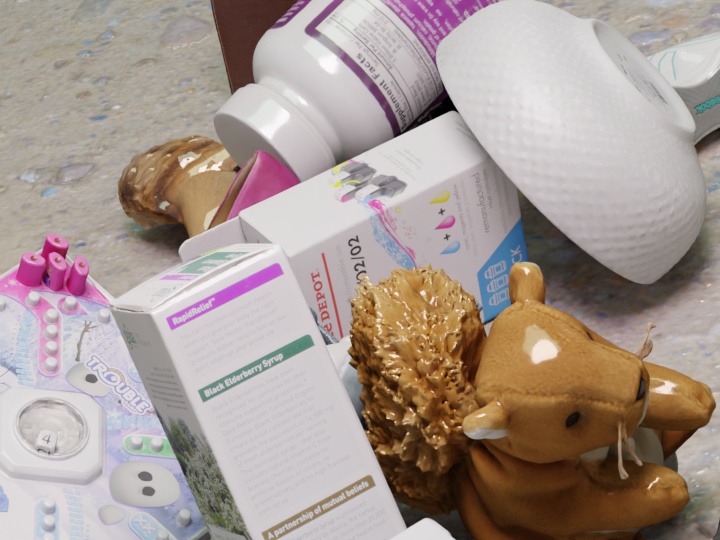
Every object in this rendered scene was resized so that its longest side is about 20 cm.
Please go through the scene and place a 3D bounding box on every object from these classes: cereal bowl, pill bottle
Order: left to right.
[{"bbox_3d":[0.003,-0.136,1.791,0.200,0.112,0.112,-45,40,-17],"label":"pill bottle"},{"bbox_3d":[0.142,-0.092,1.710,0.083,0.200,0.200,-44,25,18],"label":"cereal bowl"}]

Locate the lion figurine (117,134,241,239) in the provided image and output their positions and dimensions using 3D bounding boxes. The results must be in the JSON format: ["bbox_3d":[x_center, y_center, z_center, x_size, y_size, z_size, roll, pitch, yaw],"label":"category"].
[{"bbox_3d":[-0.089,-0.031,1.839,0.122,0.073,0.200,-20,33,-3],"label":"lion figurine"}]

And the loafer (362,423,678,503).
[{"bbox_3d":[0.075,0.105,1.545,0.200,0.070,0.070,6,74,16],"label":"loafer"}]

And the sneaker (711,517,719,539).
[{"bbox_3d":[0.215,0.147,1.431,0.079,0.075,0.200,13,48,23],"label":"sneaker"}]

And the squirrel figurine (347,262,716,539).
[{"bbox_3d":[0.074,0.074,1.413,0.200,0.187,0.142,15,72,22],"label":"squirrel figurine"}]

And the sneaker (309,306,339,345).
[{"bbox_3d":[-0.056,0.053,1.648,0.200,0.096,0.079,12,16,32],"label":"sneaker"}]

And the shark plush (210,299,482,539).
[{"bbox_3d":[-0.012,0.088,1.522,0.083,0.091,0.200,43,62,10],"label":"shark plush"}]

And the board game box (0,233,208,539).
[{"bbox_3d":[-0.171,0.087,1.557,0.200,0.026,0.200,40,50,17],"label":"board game box"}]

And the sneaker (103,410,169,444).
[{"bbox_3d":[-0.170,0.100,1.662,0.200,0.075,0.088,0,21,25],"label":"sneaker"}]

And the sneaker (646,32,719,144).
[{"bbox_3d":[0.201,-0.111,1.869,0.200,0.071,0.080,-20,16,-16],"label":"sneaker"}]

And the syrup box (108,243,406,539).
[{"bbox_3d":[-0.046,0.090,1.423,0.081,0.200,0.079,-26,10,-19],"label":"syrup box"}]

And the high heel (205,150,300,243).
[{"bbox_3d":[-0.116,0.009,1.728,0.200,0.096,0.067,-29,31,5],"label":"high heel"}]

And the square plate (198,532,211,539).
[{"bbox_3d":[-0.089,0.188,1.516,0.200,0.028,0.198,-5,31,15],"label":"square plate"}]

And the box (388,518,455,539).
[{"bbox_3d":[0.006,0.232,1.324,0.200,0.106,0.152,-28,33,-22],"label":"box"}]

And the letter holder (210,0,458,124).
[{"bbox_3d":[-0.003,-0.180,1.980,0.200,0.142,0.101,16,42,41],"label":"letter holder"}]

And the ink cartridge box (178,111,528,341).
[{"bbox_3d":[0.000,0.000,1.704,0.200,0.115,0.068,-26,36,-19],"label":"ink cartridge box"}]
